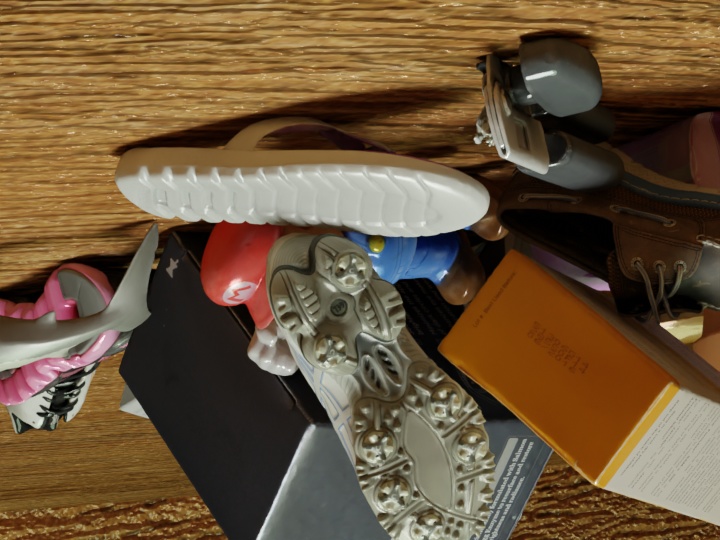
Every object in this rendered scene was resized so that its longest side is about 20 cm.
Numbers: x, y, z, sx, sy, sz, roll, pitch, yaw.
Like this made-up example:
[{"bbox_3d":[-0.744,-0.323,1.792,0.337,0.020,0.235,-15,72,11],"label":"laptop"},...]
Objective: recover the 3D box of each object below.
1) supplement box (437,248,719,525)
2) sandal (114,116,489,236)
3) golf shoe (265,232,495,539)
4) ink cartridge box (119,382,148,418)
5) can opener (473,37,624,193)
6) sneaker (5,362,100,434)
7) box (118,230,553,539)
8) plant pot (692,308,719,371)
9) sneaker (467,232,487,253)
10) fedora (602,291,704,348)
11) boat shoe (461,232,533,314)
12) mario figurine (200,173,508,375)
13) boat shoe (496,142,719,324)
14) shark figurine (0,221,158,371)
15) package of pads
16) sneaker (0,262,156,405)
[{"bbox_3d":[0.145,0.069,1.507,0.074,0.126,0.200,-54,150,8],"label":"supplement box"},{"bbox_3d":[-0.032,-0.057,1.410,0.202,0.050,0.082,4,159,14],"label":"sandal"},{"bbox_3d":[0.009,0.062,1.482,0.078,0.201,0.097,-28,-161,-9],"label":"golf shoe"},{"bbox_3d":[-0.055,0.080,1.935,0.199,0.085,0.145,17,165,-14],"label":"ink cartridge box"},{"bbox_3d":[0.104,-0.073,1.379,0.066,0.053,0.200,-11,171,16],"label":"can opener"},{"bbox_3d":[-0.217,0.071,1.970,0.073,0.080,0.200,-3,169,-18],"label":"sneaker"},{"bbox_3d":[-0.014,0.078,1.699,0.199,0.197,0.118,2,124,-36],"label":"box"},{"bbox_3d":[0.313,0.006,1.794,0.199,0.141,0.200,-7,172,-1],"label":"plant pot"},{"bbox_3d":[0.068,0.012,1.845,0.199,0.081,0.086,-4,-173,26],"label":"sneaker"},{"bbox_3d":[0.242,0.036,2.124,0.200,0.082,0.201,-7,166,-2],"label":"fedora"},{"bbox_3d":[0.096,0.031,1.676,0.060,0.076,0.200,-48,-170,28],"label":"boat shoe"},{"bbox_3d":[0.000,0.000,1.564,0.199,0.124,0.106,-7,-170,-35],"label":"mario figurine"},{"bbox_3d":[0.163,-0.006,1.478,0.200,0.072,0.072,25,-125,32],"label":"boat shoe"},{"bbox_3d":[-0.233,0.021,1.655,0.214,0.090,0.128,-3,-152,23],"label":"shark figurine"},{"bbox_3d":[0.195,-0.039,1.607,0.120,0.076,0.200,-3,170,-27],"label":"package of pads"},{"bbox_3d":[-0.191,0.038,1.827,0.095,0.079,0.200,-15,179,-38],"label":"sneaker"}]
